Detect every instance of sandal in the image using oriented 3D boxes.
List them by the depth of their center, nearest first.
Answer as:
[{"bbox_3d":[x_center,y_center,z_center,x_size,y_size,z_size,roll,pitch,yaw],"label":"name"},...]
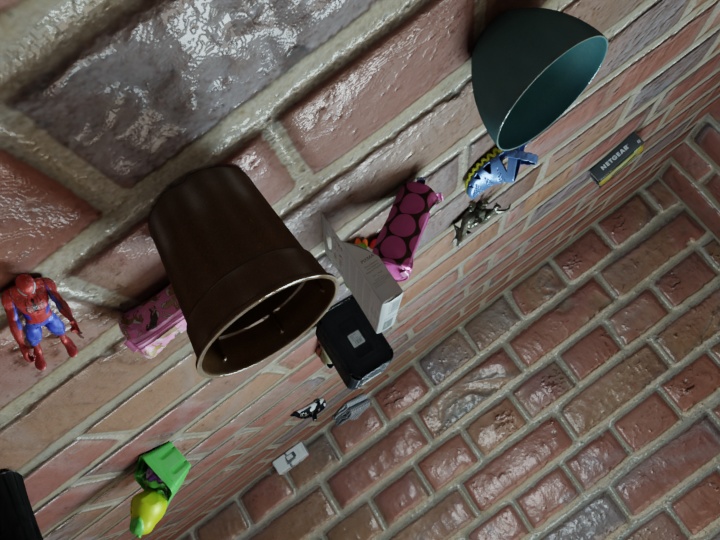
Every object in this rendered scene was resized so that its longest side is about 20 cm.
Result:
[{"bbox_3d":[0.319,-0.230,1.183,0.200,0.088,0.079,-44,162,26],"label":"sandal"}]

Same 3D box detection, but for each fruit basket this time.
[{"bbox_3d":[-0.572,0.602,1.438,0.216,0.155,0.216,-46,172,-8],"label":"fruit basket"}]

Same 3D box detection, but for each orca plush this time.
[{"bbox_3d":[-0.208,0.613,2.267,0.105,0.072,0.199,-42,161,17],"label":"orca plush"}]

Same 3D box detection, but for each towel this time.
[{"bbox_3d":[-0.050,0.790,2.960,0.163,0.086,0.201,-17,154,-43],"label":"towel"}]

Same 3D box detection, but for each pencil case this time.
[{"bbox_3d":[-0.262,0.047,0.792,0.198,0.084,0.087,-35,163,-1],"label":"pencil case"},{"bbox_3d":[0.086,-0.073,0.996,0.091,0.091,0.204,66,42,-56],"label":"pencil case"}]

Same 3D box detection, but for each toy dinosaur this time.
[{"bbox_3d":[0.320,-0.149,1.433,0.198,0.078,0.102,-35,175,-21],"label":"toy dinosaur"}]

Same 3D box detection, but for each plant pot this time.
[{"bbox_3d":[-0.159,-0.006,0.667,0.198,0.200,0.201,-32,161,-12],"label":"plant pot"},{"bbox_3d":[0.241,-0.303,0.785,0.198,0.136,0.201,-32,161,-12],"label":"plant pot"}]

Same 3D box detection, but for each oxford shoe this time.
[{"bbox_3d":[-0.083,0.232,1.571,0.069,0.076,0.201,-27,159,-21],"label":"oxford shoe"}]

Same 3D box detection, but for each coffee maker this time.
[{"bbox_3d":[-0.638,0.474,0.944,0.133,0.202,0.192,-15,155,-51],"label":"coffee maker"}]

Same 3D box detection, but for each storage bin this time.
[{"bbox_3d":[-0.019,0.191,1.388,0.133,0.202,0.094,-27,160,-22],"label":"storage bin"}]

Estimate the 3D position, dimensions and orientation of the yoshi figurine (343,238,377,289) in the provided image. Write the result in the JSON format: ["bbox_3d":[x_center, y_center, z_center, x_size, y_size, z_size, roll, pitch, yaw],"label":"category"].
[{"bbox_3d":[0.024,-0.005,1.158,0.197,0.114,0.112,-10,156,-48],"label":"yoshi figurine"}]

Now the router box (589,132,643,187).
[{"bbox_3d":[0.957,-0.409,1.969,0.200,0.053,0.156,-44,160,20],"label":"router box"}]

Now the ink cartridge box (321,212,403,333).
[{"bbox_3d":[0.000,0.000,0.961,0.056,0.203,0.163,-25,160,-12],"label":"ink cartridge box"}]

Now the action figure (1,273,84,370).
[{"bbox_3d":[-0.381,0.082,0.644,0.064,0.100,0.202,-25,156,-31],"label":"action figure"}]

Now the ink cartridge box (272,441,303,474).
[{"bbox_3d":[-0.397,1.085,3.036,0.197,0.084,0.146,-33,162,-11],"label":"ink cartridge box"}]
